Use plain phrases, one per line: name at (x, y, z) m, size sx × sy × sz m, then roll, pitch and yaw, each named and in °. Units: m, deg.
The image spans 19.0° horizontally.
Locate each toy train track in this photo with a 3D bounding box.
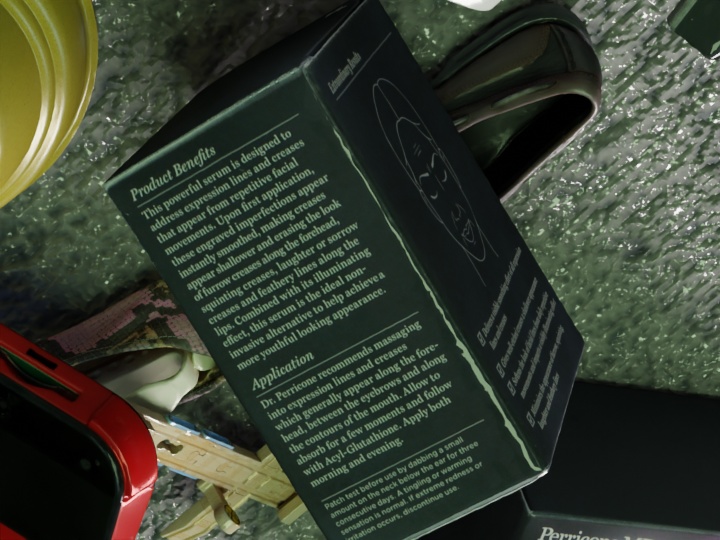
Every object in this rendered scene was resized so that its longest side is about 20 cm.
toy train track at (-0.070, 0.105, 1.089) m, size 0.115 × 0.033 × 0.200 m, roll -40°, pitch 149°, yaw 11°

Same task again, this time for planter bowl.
planter bowl at (-0.211, -0.073, 0.942) m, size 0.198 × 0.084 × 0.202 m, roll -7°, pitch 128°, yaw -8°

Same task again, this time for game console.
game console at (-0.198, 0.096, 1.041) m, size 0.199 × 0.031 × 0.178 m, roll 30°, pitch 127°, yaw 13°

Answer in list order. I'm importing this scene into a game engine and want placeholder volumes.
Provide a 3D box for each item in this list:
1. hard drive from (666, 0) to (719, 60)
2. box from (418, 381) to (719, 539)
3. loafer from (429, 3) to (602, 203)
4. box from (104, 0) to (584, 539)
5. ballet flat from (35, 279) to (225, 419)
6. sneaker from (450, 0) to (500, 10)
hard drive at (0.215, -0.185, 0.927) m, size 0.033 × 0.140 × 0.200 m, roll 39°, pitch 115°, yaw 4°
box at (0.134, 0.176, 1.186) m, size 0.198 × 0.124 × 0.200 m, roll 8°, pitch 123°, yaw -19°
loafer at (0.034, -0.045, 1.032) m, size 0.200 × 0.063 × 0.072 m, roll -41°, pitch 125°, yaw 18°
box at (0.000, 0.000, 0.952) m, size 0.106 × 0.149 × 0.201 m, roll -28°, pitch 101°, yaw 20°
ballet flat at (-0.149, 0.070, 1.072) m, size 0.199 × 0.071 × 0.069 m, roll -27°, pitch 128°, yaw 8°
sneaker at (0.016, -0.192, 0.911) m, size 0.082 × 0.074 × 0.200 m, roll -36°, pitch 126°, yaw 20°
